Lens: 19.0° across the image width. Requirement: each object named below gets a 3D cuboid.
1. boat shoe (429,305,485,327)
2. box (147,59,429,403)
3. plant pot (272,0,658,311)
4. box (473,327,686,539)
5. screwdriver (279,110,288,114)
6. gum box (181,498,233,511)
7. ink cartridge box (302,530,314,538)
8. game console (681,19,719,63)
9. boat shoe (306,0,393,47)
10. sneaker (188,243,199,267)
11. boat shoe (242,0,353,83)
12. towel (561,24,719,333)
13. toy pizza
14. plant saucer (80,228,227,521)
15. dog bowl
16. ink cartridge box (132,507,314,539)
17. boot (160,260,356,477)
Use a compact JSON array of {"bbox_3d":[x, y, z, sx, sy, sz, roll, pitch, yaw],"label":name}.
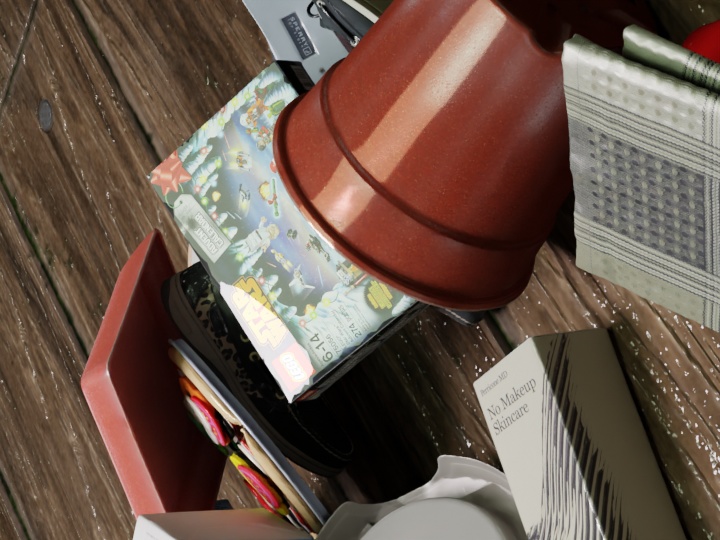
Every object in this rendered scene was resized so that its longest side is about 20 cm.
[{"bbox_3d":[0.000,0.000,1.539,0.200,0.071,0.063,25,91,19],"label":"boat shoe"},{"bbox_3d":[-0.046,-0.027,1.502,0.137,0.040,0.200,-40,74,25],"label":"box"},{"bbox_3d":[0.077,-0.113,1.375,0.195,0.201,0.201,-54,51,34],"label":"plant pot"},{"bbox_3d":[0.148,0.144,1.394,0.082,0.068,0.200,-46,58,49],"label":"box"},{"bbox_3d":[0.026,-0.056,1.468,0.028,0.200,0.029,-27,30,53],"label":"screwdriver"},{"bbox_3d":[-0.100,0.307,1.663,0.200,0.045,0.170,54,135,40],"label":"gum box"},{"bbox_3d":[0.011,0.303,1.609,0.200,0.085,0.145,40,127,49],"label":"ink cartridge box"},{"bbox_3d":[0.268,-0.063,1.232,0.200,0.119,0.172,-15,50,56],"label":"game console"},{"bbox_3d":[-0.003,-0.190,1.516,0.199,0.075,0.066,37,136,-2],"label":"boat shoe"},{"bbox_3d":[-0.109,-0.052,1.753,0.080,0.074,0.200,42,127,49],"label":"sneaker"},{"bbox_3d":[-0.029,-0.166,1.630,0.071,0.091,0.200,-20,101,14],"label":"boat shoe"},{"bbox_3d":[0.203,-0.039,1.213,0.200,0.035,0.193,25,146,28],"label":"towel"},{"bbox_3d":[-0.085,0.133,1.593,0.200,0.032,0.200,50,173,8],"label":"toy pizza"},{"bbox_3d":[-0.156,0.101,1.632,0.200,0.037,0.200,-78,-26,-57],"label":"plant saucer"},{"bbox_3d":[0.051,0.229,1.478,0.200,0.059,0.200,-18,52,25],"label":"dog bowl"},{"bbox_3d":[-0.113,0.275,1.534,0.067,0.116,0.200,23,107,49],"label":"ink cartridge box"},{"bbox_3d":[-0.035,0.047,1.639,0.154,0.073,0.204,-37,100,18],"label":"boot"}]
